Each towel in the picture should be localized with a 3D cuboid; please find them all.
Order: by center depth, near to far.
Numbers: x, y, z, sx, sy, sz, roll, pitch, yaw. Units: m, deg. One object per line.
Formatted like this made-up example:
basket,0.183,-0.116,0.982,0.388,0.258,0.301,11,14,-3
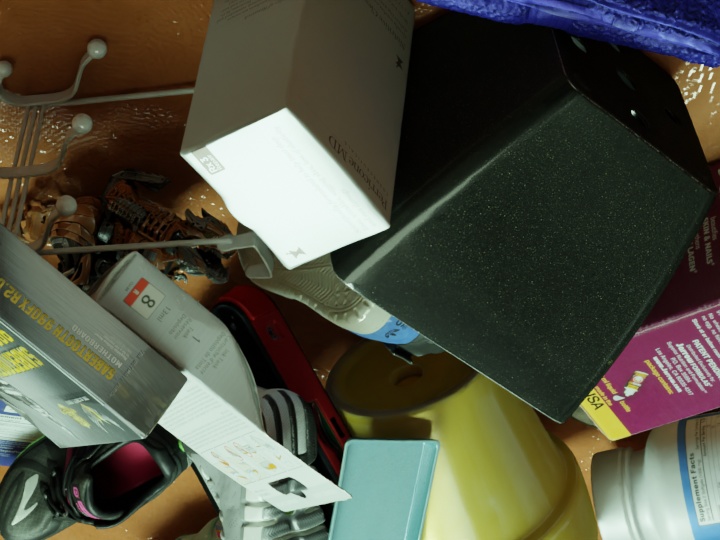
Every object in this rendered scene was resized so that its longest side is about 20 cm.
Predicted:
towel,0.140,-0.205,1.152,0.199,0.050,0.148,12,105,-9

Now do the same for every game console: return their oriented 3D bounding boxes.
game console,-0.074,0.125,1.475,0.031,0.200,0.177,-22,167,-36

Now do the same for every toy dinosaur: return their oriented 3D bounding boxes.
toy dinosaur,-0.182,-0.006,1.409,0.200,0.136,0.102,10,-172,41

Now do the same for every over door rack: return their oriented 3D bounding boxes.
over door rack,-0.150,-0.075,1.287,0.199,0.148,0.067,3,143,2

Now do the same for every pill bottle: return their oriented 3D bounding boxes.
pill bottle,0.283,0.163,1.530,0.199,0.112,0.112,-12,135,18

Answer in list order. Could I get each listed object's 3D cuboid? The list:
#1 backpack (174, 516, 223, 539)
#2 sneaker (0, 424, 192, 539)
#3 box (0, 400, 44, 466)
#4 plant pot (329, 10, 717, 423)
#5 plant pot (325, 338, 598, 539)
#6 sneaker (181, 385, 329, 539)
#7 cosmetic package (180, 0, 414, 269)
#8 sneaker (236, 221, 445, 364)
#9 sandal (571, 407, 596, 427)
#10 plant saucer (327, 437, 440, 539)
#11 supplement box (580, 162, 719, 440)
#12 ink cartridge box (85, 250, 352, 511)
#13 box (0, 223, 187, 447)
backpack,-0.098,0.302,1.695,0.200,0.167,0.127,35,110,-25
sneaker,-0.207,0.156,1.501,0.200,0.084,0.077,-31,103,26
box,-0.236,0.098,1.526,0.121,0.033,0.200,9,148,-21
plant pot,0.106,-0.062,1.256,0.199,0.200,0.177,33,119,-27
plant pot,0.060,0.146,1.484,0.200,0.201,0.189,-11,119,16
sneaker,-0.081,0.169,1.432,0.075,0.115,0.201,-9,108,-36
cosmetic package,-0.033,-0.115,1.194,0.081,0.200,0.113,-23,131,26
sneaker,-0.001,0.001,1.348,0.111,0.200,0.077,22,95,-35
sandal,0.148,0.063,1.476,0.080,0.054,0.200,-19,132,23
plant saucer,0.004,0.203,1.402,0.070,0.019,0.201,2,115,-19
supplement box,0.234,0.014,1.361,0.200,0.131,0.103,-22,131,24
ink cartridge box,-0.095,0.075,1.275,0.200,0.050,0.162,36,161,-9
box,-0.210,0.043,1.248,0.158,0.048,0.200,41,160,-14
